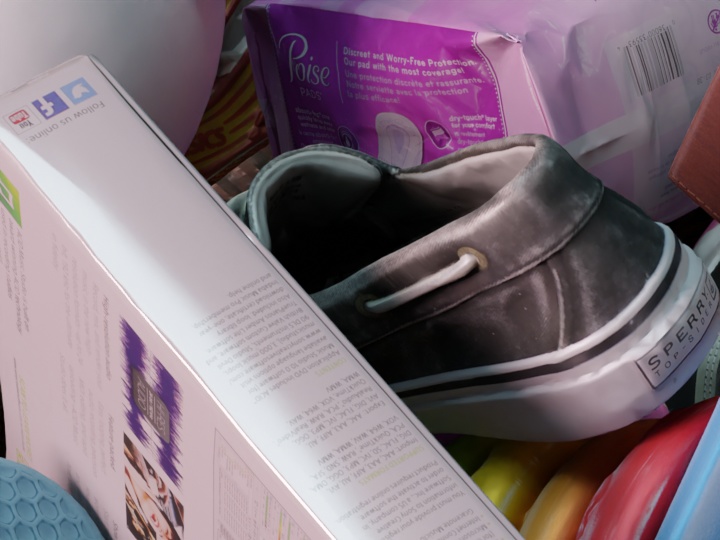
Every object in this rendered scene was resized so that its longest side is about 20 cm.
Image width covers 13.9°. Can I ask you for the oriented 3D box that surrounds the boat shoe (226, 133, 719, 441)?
[{"bbox_3d":[0.000,0.000,0.697,0.200,0.071,0.072,-12,31,50],"label":"boat shoe"}]

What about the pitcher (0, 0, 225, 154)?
[{"bbox_3d":[-0.066,-0.085,0.751,0.171,0.122,0.200,-16,28,27],"label":"pitcher"}]

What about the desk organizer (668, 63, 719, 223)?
[{"bbox_3d":[0.173,0.002,0.693,0.200,0.077,0.072,42,61,14],"label":"desk organizer"}]

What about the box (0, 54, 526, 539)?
[{"bbox_3d":[-0.015,0.066,0.649,0.036,0.145,0.200,-29,60,-22],"label":"box"}]

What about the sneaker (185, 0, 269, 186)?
[{"bbox_3d":[-0.078,-0.035,0.870,0.200,0.073,0.077,-27,-1,-27],"label":"sneaker"}]

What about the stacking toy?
[{"bbox_3d":[0.034,0.073,0.705,0.199,0.116,0.110,9,64,42],"label":"stacking toy"}]

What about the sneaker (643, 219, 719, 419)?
[{"bbox_3d":[0.165,0.003,0.767,0.199,0.074,0.087,-26,33,-21],"label":"sneaker"}]

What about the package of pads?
[{"bbox_3d":[0.080,-0.070,0.813,0.200,0.076,0.120,-27,25,-34],"label":"package of pads"}]

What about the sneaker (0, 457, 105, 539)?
[{"bbox_3d":[-0.092,0.157,0.679,0.130,0.079,0.201,-38,58,36],"label":"sneaker"}]
